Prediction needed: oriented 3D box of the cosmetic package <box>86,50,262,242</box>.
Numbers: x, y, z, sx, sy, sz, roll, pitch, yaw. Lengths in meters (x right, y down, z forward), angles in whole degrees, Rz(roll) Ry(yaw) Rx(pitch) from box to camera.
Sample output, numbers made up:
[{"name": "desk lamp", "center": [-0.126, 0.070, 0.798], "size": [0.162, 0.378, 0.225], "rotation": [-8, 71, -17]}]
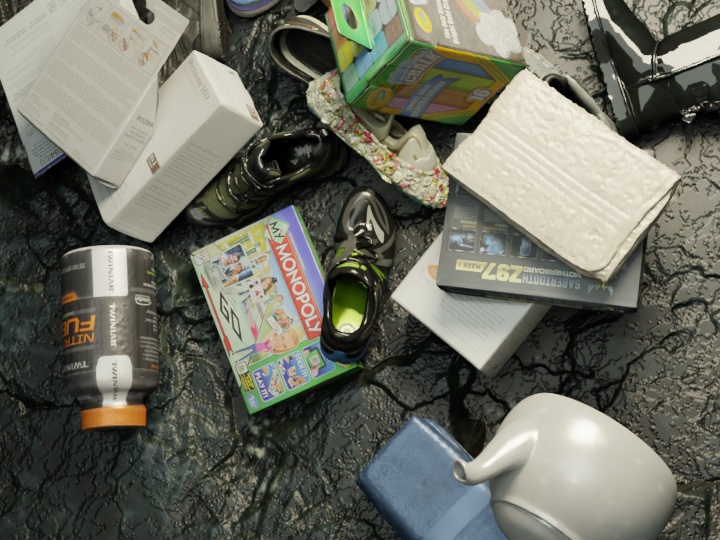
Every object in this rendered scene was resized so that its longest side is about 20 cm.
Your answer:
[{"name": "cosmetic package", "center": [-0.210, -0.137, 1.461], "size": [0.200, 0.074, 0.102], "rotation": [-46, 49, 20]}]

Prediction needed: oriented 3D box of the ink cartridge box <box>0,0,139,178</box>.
[{"name": "ink cartridge box", "center": [-0.336, -0.238, 1.543], "size": [0.199, 0.041, 0.200], "rotation": [-29, 73, 25]}]

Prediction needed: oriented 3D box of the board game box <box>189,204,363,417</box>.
[{"name": "board game box", "center": [-0.095, 0.044, 1.460], "size": [0.134, 0.029, 0.200], "rotation": [-26, 75, 10]}]

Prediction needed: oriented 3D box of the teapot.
[{"name": "teapot", "center": [0.199, 0.227, 1.262], "size": [0.200, 0.197, 0.146], "rotation": [30, 71, 17]}]

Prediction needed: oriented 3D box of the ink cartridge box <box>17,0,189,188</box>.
[{"name": "ink cartridge box", "center": [-0.276, -0.216, 1.455], "size": [0.163, 0.057, 0.200], "rotation": [38, 94, 33]}]

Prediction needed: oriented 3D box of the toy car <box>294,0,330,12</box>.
[{"name": "toy car", "center": [0.009, -0.338, 1.472], "size": [0.200, 0.158, 0.164], "rotation": [-49, 66, 32]}]

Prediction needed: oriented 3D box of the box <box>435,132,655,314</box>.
[{"name": "box", "center": [0.183, -0.047, 1.291], "size": [0.200, 0.051, 0.158], "rotation": [6, 81, 14]}]

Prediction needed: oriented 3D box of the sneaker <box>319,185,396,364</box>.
[{"name": "sneaker", "center": [0.000, 0.000, 1.404], "size": [0.071, 0.083, 0.200], "rotation": [11, 69, -1]}]

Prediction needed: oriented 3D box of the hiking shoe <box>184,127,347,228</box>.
[{"name": "hiking shoe", "center": [-0.117, -0.113, 1.456], "size": [0.200, 0.101, 0.076], "rotation": [-27, 75, 8]}]

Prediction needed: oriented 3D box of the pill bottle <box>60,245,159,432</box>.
[{"name": "pill bottle", "center": [-0.279, 0.079, 1.461], "size": [0.106, 0.106, 0.200], "rotation": [-7, 78, 13]}]

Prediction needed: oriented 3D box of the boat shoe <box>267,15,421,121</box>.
[{"name": "boat shoe", "center": [-0.010, -0.218, 1.452], "size": [0.201, 0.063, 0.074], "rotation": [29, 119, 9]}]

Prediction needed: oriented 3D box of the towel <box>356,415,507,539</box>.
[{"name": "towel", "center": [0.096, 0.254, 1.363], "size": [0.112, 0.049, 0.200], "rotation": [-45, 74, 3]}]

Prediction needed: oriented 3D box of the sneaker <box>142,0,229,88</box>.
[{"name": "sneaker", "center": [-0.212, -0.305, 1.536], "size": [0.104, 0.060, 0.200], "rotation": [-6, 85, 11]}]

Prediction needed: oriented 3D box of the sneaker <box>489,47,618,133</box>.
[{"name": "sneaker", "center": [0.187, -0.198, 1.386], "size": [0.200, 0.115, 0.075], "rotation": [36, 90, 17]}]

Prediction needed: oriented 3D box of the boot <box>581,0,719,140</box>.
[{"name": "boot", "center": [0.330, -0.240, 1.380], "size": [0.162, 0.073, 0.199], "rotation": [-18, 83, 13]}]

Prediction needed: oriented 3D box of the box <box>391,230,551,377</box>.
[{"name": "box", "center": [0.148, -0.006, 1.371], "size": [0.124, 0.097, 0.200], "rotation": [39, 92, 17]}]

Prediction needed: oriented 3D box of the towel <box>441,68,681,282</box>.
[{"name": "towel", "center": [0.194, -0.090, 1.253], "size": [0.200, 0.034, 0.133], "rotation": [39, 88, 16]}]

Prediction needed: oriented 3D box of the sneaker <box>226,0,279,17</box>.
[{"name": "sneaker", "center": [-0.102, -0.394, 1.480], "size": [0.081, 0.146, 0.200], "rotation": [41, 91, 17]}]

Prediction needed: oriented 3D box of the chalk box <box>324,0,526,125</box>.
[{"name": "chalk box", "center": [0.048, -0.243, 1.357], "size": [0.124, 0.200, 0.125], "rotation": [-41, 52, 47]}]

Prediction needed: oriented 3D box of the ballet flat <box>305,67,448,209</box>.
[{"name": "ballet flat", "center": [0.028, -0.144, 1.406], "size": [0.200, 0.076, 0.064], "rotation": [38, 131, -9]}]
